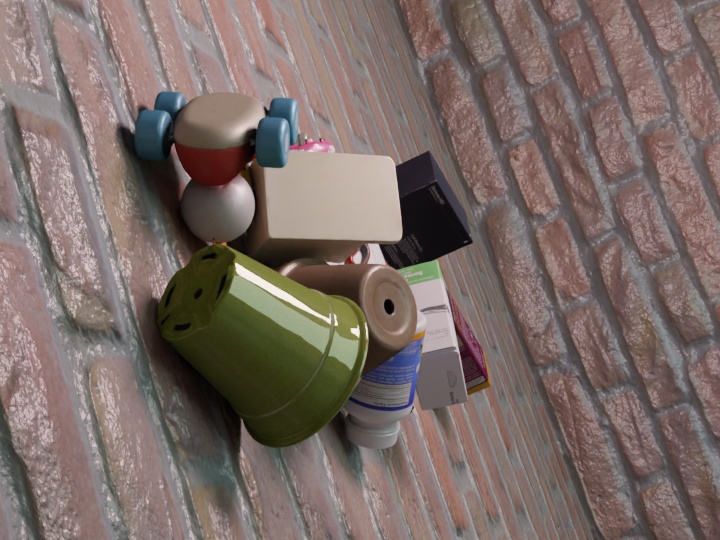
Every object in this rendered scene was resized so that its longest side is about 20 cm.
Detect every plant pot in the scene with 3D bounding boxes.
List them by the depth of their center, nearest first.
[{"bbox_3d":[-0.126,0.070,1.287,0.190,0.199,0.201,38,29,-36],"label":"plant pot"},{"bbox_3d":[-0.023,0.069,1.495,0.199,0.174,0.202,18,64,-43],"label":"plant pot"}]

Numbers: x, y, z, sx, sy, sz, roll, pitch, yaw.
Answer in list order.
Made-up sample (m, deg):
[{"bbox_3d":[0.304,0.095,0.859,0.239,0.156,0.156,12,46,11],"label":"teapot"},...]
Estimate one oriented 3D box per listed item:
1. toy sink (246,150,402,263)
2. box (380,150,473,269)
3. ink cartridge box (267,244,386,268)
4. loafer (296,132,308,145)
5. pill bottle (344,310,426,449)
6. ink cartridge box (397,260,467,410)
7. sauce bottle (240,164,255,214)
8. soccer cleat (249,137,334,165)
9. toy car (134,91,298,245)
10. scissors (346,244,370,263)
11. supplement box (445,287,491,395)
[{"bbox_3d":[-0.057,-0.086,1.592,0.112,0.198,0.132,140,-53,-63],"label":"toy sink"},{"bbox_3d":[0.111,-0.117,2.360,0.200,0.181,0.105,55,19,-40],"label":"box"},{"bbox_3d":[-0.042,0.007,1.724,0.199,0.084,0.147,-5,71,-56],"label":"ink cartridge box"},{"bbox_3d":[-0.075,-0.147,1.958,0.201,0.069,0.070,59,17,-30],"label":"loafer"},{"bbox_3d":[0.030,0.155,1.669,0.112,0.111,0.202,-65,165,-71],"label":"pill bottle"},{"bbox_3d":[0.117,0.109,1.885,0.201,0.083,0.147,-97,173,-46],"label":"ink cartridge box"},{"bbox_3d":[-0.189,-0.156,1.576,0.066,0.065,0.202,45,28,-56],"label":"sauce bottle"},{"bbox_3d":[-0.114,-0.143,1.702,0.199,0.070,0.087,-17,84,-40],"label":"soccer cleat"},{"bbox_3d":[-0.179,-0.114,1.442,0.177,0.182,0.202,-79,172,-66],"label":"toy car"},{"bbox_3d":[0.005,-0.066,1.762,0.073,0.014,0.200,52,31,-12],"label":"scissors"},{"bbox_3d":[0.158,0.155,2.230,0.201,0.130,0.104,58,15,-33],"label":"supplement box"}]
